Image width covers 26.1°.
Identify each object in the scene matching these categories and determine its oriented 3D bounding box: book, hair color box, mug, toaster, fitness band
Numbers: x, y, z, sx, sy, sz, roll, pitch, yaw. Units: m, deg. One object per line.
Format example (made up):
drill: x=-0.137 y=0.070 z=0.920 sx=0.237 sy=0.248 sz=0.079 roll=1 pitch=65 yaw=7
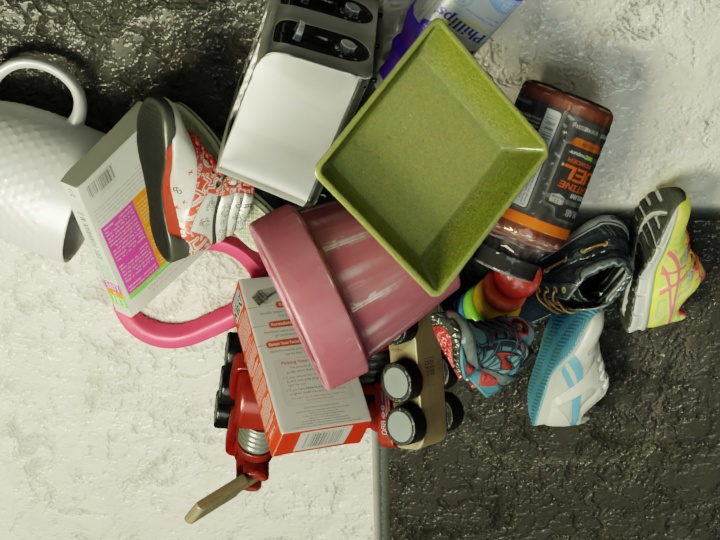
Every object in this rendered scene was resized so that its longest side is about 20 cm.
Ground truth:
book: x=-0.240 y=-0.062 z=1.672 sx=0.048 sy=0.134 sz=0.201 roll=22 pitch=145 yaw=30
hair color box: x=-0.070 y=0.103 z=1.769 sx=0.110 sy=0.202 sz=0.064 roll=-6 pitch=151 yaw=-21
mug: x=-0.365 y=-0.131 z=1.676 sx=0.174 sy=0.148 sz=0.202 roll=21 pitch=103 yaw=1
toaster: x=-0.063 y=-0.181 z=1.594 sx=0.118 sy=0.182 sz=0.201 roll=19 pitch=125 yaw=-9
fitness band: x=-0.205 y=0.020 z=1.845 sx=0.199 sy=0.038 sz=0.144 roll=-23 pitch=126 yaw=20

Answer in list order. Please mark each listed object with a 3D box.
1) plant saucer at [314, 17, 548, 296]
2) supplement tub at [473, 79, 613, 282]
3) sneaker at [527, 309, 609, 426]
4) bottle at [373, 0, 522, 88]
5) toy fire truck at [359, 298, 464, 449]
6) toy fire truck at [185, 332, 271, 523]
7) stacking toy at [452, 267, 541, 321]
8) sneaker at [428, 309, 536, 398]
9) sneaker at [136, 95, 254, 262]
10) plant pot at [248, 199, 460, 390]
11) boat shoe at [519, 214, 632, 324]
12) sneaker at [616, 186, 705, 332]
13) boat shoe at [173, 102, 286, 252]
plant saucer: x=0.065 y=-0.112 z=1.542 sx=0.200 sy=0.048 sz=0.200 roll=45 pitch=78 yaw=-28
supplement tub: x=0.187 y=-0.093 z=1.648 sx=0.106 sy=0.107 sz=0.202 roll=19 pitch=98 yaw=-12
sneaker: x=0.262 y=0.109 z=1.874 sx=0.080 sy=0.077 sz=0.201 roll=4 pitch=134 yaw=-12
bottle: x=0.089 y=-0.254 z=1.601 sx=0.083 sy=0.066 sz=0.200 roll=31 pitch=123 yaw=-21
toy fire truck: x=0.021 y=0.110 z=1.826 sx=0.199 sy=0.128 sz=0.178 roll=-1 pitch=98 yaw=40
toy fire truck: x=-0.137 y=0.195 z=1.841 sx=0.127 sy=0.201 sz=0.177 roll=6 pitch=138 yaw=-10
stacking toy: x=0.151 y=0.040 z=1.780 sx=0.085 sy=0.086 sz=0.200 roll=19 pitch=143 yaw=-12
sneaker: x=0.140 y=0.072 z=1.696 sx=0.095 sy=0.080 sz=0.200 roll=-32 pitch=158 yaw=7
sneaker: x=-0.170 y=-0.109 z=1.630 sx=0.107 sy=0.067 sz=0.203 roll=-23 pitch=133 yaw=-26
plant pot: x=0.000 y=0.000 z=1.650 sx=0.178 sy=0.200 sz=0.201 roll=-27 pitch=125 yaw=-5
boat shoe: x=0.229 y=0.022 z=1.791 sx=0.071 sy=0.091 sz=0.200 roll=36 pitch=121 yaw=-23
sneaker: x=0.355 y=-0.015 z=1.776 sx=0.089 sy=0.079 sz=0.201 roll=0 pitch=134 yaw=-8
boat shoe: x=-0.152 y=-0.108 z=1.728 sx=0.074 sy=0.062 sz=0.200 roll=-36 pitch=103 yaw=31
